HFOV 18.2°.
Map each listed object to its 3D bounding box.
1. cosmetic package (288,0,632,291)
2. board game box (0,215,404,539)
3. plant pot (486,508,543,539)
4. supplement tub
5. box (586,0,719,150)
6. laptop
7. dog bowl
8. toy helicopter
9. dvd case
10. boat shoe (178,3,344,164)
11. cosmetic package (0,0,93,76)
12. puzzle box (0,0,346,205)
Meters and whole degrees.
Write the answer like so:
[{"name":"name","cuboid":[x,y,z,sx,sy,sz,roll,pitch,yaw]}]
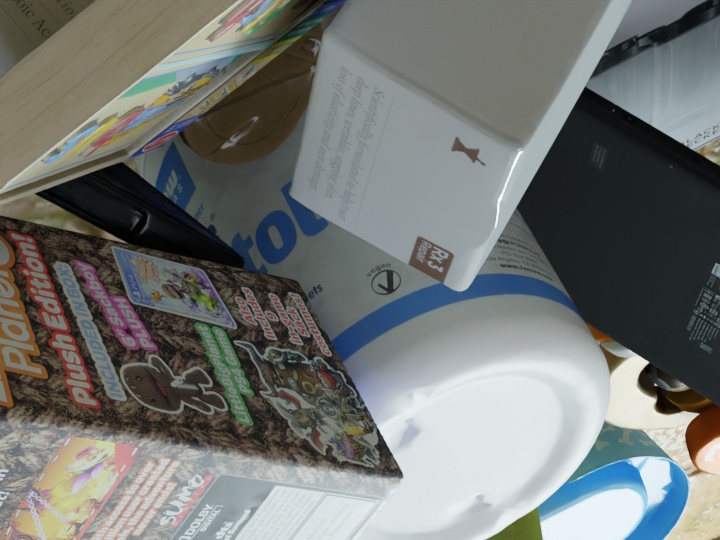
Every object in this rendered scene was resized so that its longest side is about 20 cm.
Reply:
[{"name":"cosmetic package","cuboid":[0.056,-0.105,0.720,0.201,0.074,0.102,-57,173,-27]},{"name":"board game box","cuboid":[-0.117,0.075,0.731,0.199,0.097,0.160,13,124,-41]},{"name":"plant pot","cuboid":[0.002,0.109,0.999,0.186,0.201,0.188,-17,141,-14]},{"name":"supplement tub","cuboid":[0.000,0.000,0.874,0.131,0.201,0.132,-17,141,-15]},{"name":"box","cuboid":[0.094,-0.093,0.895,0.116,0.060,0.200,-28,161,-1]},{"name":"laptop","cuboid":[0.166,-0.030,0.881,0.116,0.199,0.187,-55,169,-19]},{"name":"dog bowl","cuboid":[0.077,0.140,1.205,0.199,0.050,0.112,-27,142,-4]},{"name":"toy helicopter","cuboid":[0.173,0.014,1.087,0.131,0.079,0.200,11,139,-25]},{"name":"dvd case","cuboid":[-0.142,-0.061,0.767,0.200,0.142,0.018,31,95,-48]},{"name":"boat shoe","cuboid":[-0.022,-0.139,0.817,0.071,0.065,0.201,24,102,-39]},{"name":"cosmetic package","cuboid":[-0.063,-0.159,0.718,0.200,0.074,0.102,-38,109,12]},{"name":"puzzle box","cuboid":[-0.047,-0.074,0.688,0.133,0.025,0.200,-36,-179,15]}]
